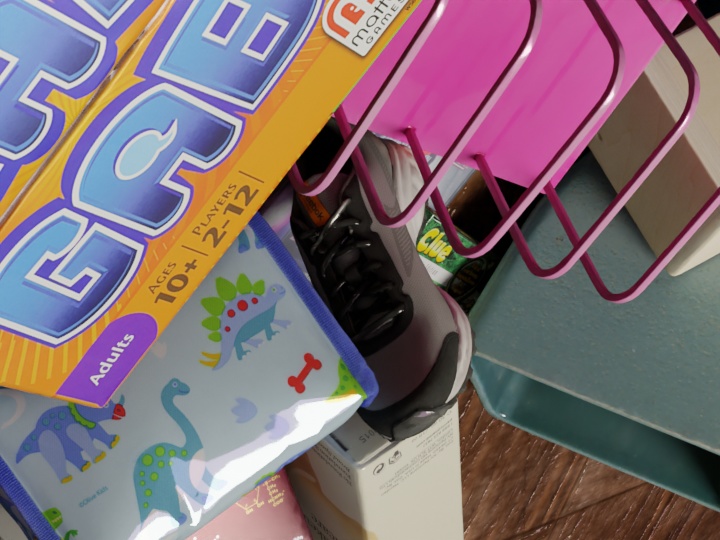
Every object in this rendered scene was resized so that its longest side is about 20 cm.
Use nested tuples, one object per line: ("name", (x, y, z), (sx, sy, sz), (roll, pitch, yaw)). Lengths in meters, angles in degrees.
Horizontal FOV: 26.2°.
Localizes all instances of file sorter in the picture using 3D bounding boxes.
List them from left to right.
("file sorter", (0.069, -0.084, 0.727), (0.200, 0.126, 0.139), (17, 123, -31))

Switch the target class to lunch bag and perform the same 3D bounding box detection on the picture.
("lunch bag", (-0.118, 0.028, 0.723), (0.170, 0.200, 0.127), (-34, 176, -18))

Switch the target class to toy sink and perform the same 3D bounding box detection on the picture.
("toy sink", (0.251, -0.103, 0.905), (0.200, 0.112, 0.130), (-27, 168, -11))

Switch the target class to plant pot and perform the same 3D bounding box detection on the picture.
("plant pot", (0.200, 0.022, 1.029), (0.200, 0.195, 0.196), (-64, 162, -12))

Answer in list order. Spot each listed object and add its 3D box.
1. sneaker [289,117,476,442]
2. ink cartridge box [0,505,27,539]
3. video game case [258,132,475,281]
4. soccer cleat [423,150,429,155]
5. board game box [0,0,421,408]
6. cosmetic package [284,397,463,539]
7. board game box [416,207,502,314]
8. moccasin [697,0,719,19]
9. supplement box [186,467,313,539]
("sneaker", (0.000, 0.000, 0.788), (0.074, 0.200, 0.079), (-34, 138, 22))
("ink cartridge box", (-0.244, 0.192, 0.849), (0.146, 0.084, 0.200), (-53, 146, 14))
("video game case", (0.007, -0.053, 0.913), (0.200, 0.019, 0.143), (-50, 146, 10))
("soccer cleat", (0.096, -0.133, 0.827), (0.200, 0.068, 0.073), (-30, 140, 3))
("board game box", (-0.143, -0.106, 0.528), (0.200, 0.200, 0.200), (-51, 145, 11))
("cosmetic package", (0.001, 0.122, 0.884), (0.071, 0.105, 0.200), (-34, 142, -23))
("board game box", (0.044, 0.021, 1.007), (0.105, 0.023, 0.200), (-47, 154, 7))
("moccasin", (0.239, -0.221, 0.918), (0.068, 0.081, 0.200), (-23, 144, -11))
("supplement box", (-0.106, 0.101, 0.840), (0.109, 0.061, 0.200), (-29, 112, -22))
